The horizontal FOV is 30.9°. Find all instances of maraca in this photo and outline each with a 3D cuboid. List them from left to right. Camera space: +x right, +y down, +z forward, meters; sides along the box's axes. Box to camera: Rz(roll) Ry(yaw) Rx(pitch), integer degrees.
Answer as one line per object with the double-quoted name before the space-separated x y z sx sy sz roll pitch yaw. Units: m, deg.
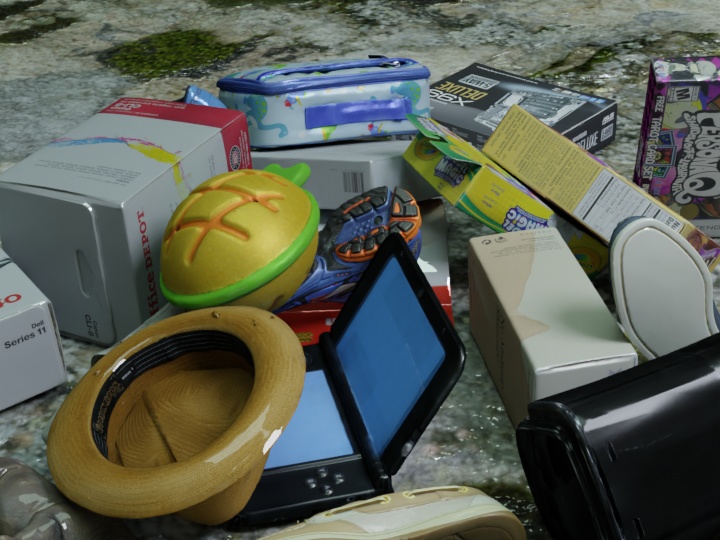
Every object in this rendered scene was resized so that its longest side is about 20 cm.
"maraca" -0.094 -0.030 1.027 0.136 0.107 0.200 -18 28 10

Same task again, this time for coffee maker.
"coffee maker" 0.215 0.098 0.820 0.199 0.192 0.135 -21 65 -15

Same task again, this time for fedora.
"fedora" -0.115 0.110 0.886 0.199 0.082 0.201 -16 34 11

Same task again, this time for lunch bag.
"lunch bag" -0.035 -0.171 1.322 0.199 0.083 0.161 -9 14 -24

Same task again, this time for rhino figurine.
"rhino figurine" -0.198 0.177 0.845 0.199 0.060 0.087 19 28 28

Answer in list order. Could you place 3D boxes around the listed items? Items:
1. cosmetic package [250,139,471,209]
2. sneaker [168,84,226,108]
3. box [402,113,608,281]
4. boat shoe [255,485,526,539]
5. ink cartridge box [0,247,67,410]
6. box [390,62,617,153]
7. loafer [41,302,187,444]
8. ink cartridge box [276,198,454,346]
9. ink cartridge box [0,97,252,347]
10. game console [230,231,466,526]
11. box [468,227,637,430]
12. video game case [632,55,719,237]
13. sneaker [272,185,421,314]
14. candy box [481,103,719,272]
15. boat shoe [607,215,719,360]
"cosmetic package" -0.014 -0.095 1.252 0.199 0.052 0.150 6 17 41
"sneaker" -0.214 -0.125 1.290 0.199 0.078 0.066 -24 38 31
"box" 0.122 -0.065 1.147 0.199 0.048 0.117 31 11 -32
"boat shoe" 0.002 0.181 0.822 0.199 0.075 0.066 -6 17 -10
"ink cartridge box" -0.347 0.043 1.064 0.146 0.084 0.200 -23 35 -25
"box" 0.156 -0.163 1.430 0.199 0.050 0.157 23 38 37
"loafer" -0.176 0.076 1.013 0.069 0.070 0.200 14 34 14
"ink cartridge box" 0.000 0.000 1.156 0.161 0.050 0.200 -3 26 1
"ink cartridge box" -0.202 -0.046 1.153 0.144 0.146 0.200 10 31 24
"game console" -0.031 0.073 0.960 0.175 0.117 0.200 -8 29 -10
"box" 0.143 0.055 1.003 0.077 0.096 0.200 -7 28 -6
"video game case" 0.340 -0.107 1.169 0.180 0.201 0.036 -1 49 1
"sneaker" -0.035 0.004 1.090 0.199 0.079 0.076 -20 52 8
"candy box" 0.213 -0.062 1.141 0.200 0.057 0.116 42 12 31
"boat shoe" 0.228 0.031 0.943 0.075 0.200 0.062 -36 31 9
